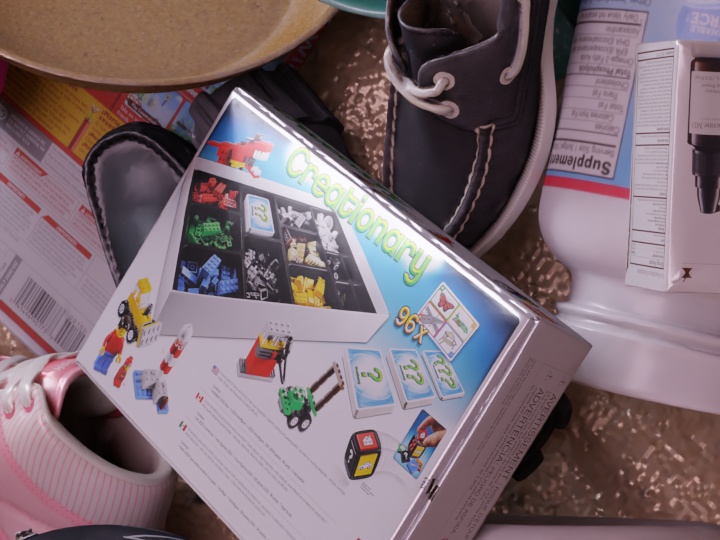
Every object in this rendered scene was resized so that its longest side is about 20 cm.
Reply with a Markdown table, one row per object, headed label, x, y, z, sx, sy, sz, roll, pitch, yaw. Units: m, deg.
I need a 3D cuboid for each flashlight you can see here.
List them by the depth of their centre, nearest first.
| label | x | y | z | sx | sy | sz | roll | pitch | yaw |
| --- | --- | --- | --- | --- | --- | --- | --- | --- | --- |
| flashlight | 0.000 | 0.000 | 0.854 | 0.068 | 0.068 | 0.200 | -31 | 62 | -16 |

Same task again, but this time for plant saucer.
| label | x | y | z | sx | sy | sz | roll | pitch | yaw |
| --- | --- | --- | --- | --- | --- | --- | --- | --- | --- |
| plant saucer | -0.097 | -0.138 | 0.898 | 0.200 | 0.199 | 0.036 | 44 | 147 | 23 |

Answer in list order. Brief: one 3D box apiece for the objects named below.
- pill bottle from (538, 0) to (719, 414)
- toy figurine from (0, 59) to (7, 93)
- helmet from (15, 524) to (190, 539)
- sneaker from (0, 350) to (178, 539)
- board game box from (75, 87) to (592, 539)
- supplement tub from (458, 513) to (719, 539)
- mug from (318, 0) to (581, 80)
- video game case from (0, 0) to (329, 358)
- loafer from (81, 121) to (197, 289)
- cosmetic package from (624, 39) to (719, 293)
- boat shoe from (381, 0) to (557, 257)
| label | x | y | z | sx | sy | sz | roll | pitch | yaw |
| --- | --- | --- | --- | --- | --- | --- | --- | --- | --- |
| pill bottle | 0.125 | -0.053 | 0.790 | 0.108 | 0.109 | 0.202 | 12 | 91 | 27 |
| toy figurine | -0.239 | -0.102 | 0.943 | 0.183 | 0.150 | 0.200 | -34 | 112 | 10 |
| helmet | -0.088 | 0.201 | 0.830 | 0.198 | 0.201 | 0.192 | -12 | 39 | 26 |
| sneaker | -0.155 | 0.054 | 0.929 | 0.200 | 0.075 | 0.105 | 40 | 126 | 17 |
| board game box | -0.018 | 0.030 | 0.777 | 0.200 | 0.034 | 0.127 | 40 | 101 | 47 |
| supplement tub | 0.067 | 0.190 | 0.777 | 0.143 | 0.144 | 0.202 | -1 | 85 | 27 |
| mug | 0.023 | -0.174 | 0.844 | 0.151 | 0.115 | 0.187 | 4 | 117 | 13 |
| video game case | -0.117 | -0.068 | 0.967 | 0.143 | 0.017 | 0.201 | 40 | 103 | 25 |
| loafer | -0.057 | 0.024 | 0.889 | 0.068 | 0.070 | 0.201 | -36 | 77 | 19 |
| cosmetic package | 0.191 | -0.030 | 0.722 | 0.198 | 0.051 | 0.083 | 1 | 95 | -10 |
| boat shoe | 0.038 | -0.090 | 0.767 | 0.074 | 0.060 | 0.201 | 37 | 124 | 31 |
